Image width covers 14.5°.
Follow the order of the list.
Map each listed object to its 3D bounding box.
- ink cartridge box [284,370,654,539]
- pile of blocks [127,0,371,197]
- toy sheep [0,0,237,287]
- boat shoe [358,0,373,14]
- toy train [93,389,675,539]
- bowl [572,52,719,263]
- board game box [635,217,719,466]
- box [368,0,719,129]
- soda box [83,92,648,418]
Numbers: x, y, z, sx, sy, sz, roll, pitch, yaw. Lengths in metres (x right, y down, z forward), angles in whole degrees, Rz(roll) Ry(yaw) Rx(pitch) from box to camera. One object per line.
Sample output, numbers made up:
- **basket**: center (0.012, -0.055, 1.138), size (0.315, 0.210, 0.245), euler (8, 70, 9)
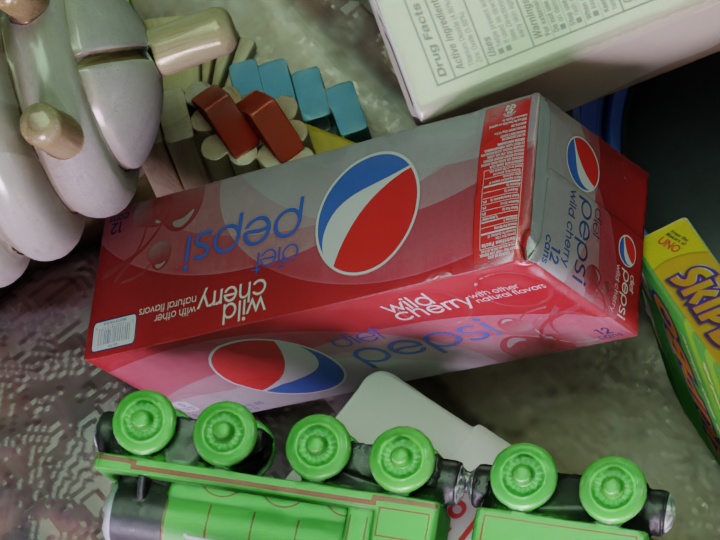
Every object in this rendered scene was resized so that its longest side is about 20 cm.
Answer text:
- **ink cartridge box**: center (0.055, 0.137, 0.961), size (0.200, 0.067, 0.116), euler (33, 74, 22)
- **pile of blocks**: center (-0.055, -0.065, 1.078), size (0.199, 0.062, 0.082), euler (17, 69, 16)
- **toy sheep**: center (-0.140, -0.056, 1.005), size (0.199, 0.138, 0.138), euler (-12, 63, 7)
- **boat shoe**: center (0.012, -0.150, 1.104), size (0.200, 0.069, 0.072), euler (40, 76, 23)
- **toy train**: center (0.004, 0.080, 0.939), size (0.199, 0.042, 0.057), euler (7, 76, 12)
- **bowl**: center (0.180, -0.057, 1.050), size (0.200, 0.039, 0.201), euler (-3, 64, 7)
- **board game box**: center (0.142, 0.067, 0.934), size (0.030, 0.096, 0.200), euler (-28, 44, -5)
- **box**: center (0.099, -0.121, 0.985), size (0.199, 0.078, 0.095), euler (-20, 79, 4)
- **soda box**: center (0.000, 0.000, 0.987), size (0.200, 0.070, 0.064), euler (-13, 59, 37)
